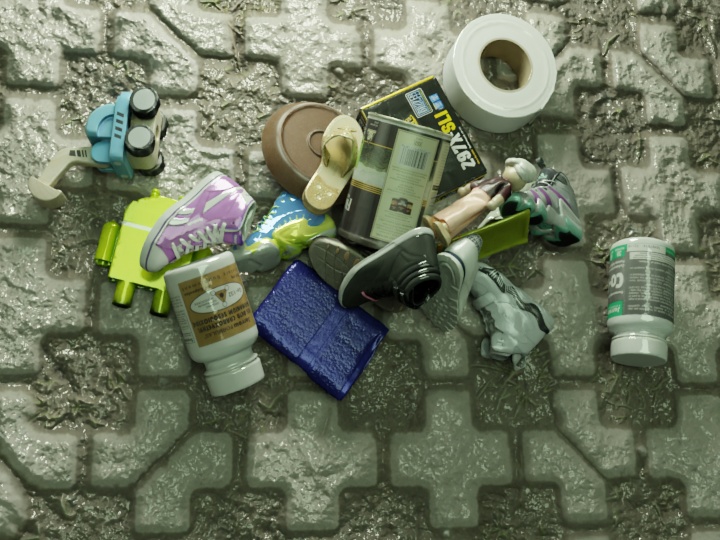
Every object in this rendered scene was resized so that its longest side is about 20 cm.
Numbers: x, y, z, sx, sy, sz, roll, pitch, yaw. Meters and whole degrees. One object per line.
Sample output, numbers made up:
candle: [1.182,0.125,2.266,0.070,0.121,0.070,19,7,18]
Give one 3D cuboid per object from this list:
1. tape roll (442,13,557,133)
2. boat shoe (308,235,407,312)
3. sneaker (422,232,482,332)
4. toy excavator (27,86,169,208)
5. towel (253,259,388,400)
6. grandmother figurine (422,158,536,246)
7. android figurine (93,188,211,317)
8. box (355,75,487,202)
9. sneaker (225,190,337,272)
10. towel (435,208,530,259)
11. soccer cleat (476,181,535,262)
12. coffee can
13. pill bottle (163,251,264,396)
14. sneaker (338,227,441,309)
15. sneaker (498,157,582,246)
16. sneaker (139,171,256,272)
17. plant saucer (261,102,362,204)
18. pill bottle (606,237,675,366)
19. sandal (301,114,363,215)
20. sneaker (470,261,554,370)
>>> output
tape roll: [0.251,-0.354,1.771,0.198,0.071,0.207,4,74,-12]
boat shoe: [0.000,0.000,1.614,0.198,0.074,0.075,31,113,-18]
sneaker: [0.153,0.024,1.583,0.076,0.201,0.080,37,58,15]
toy excavator: [-0.418,-0.192,1.574,0.196,0.100,0.198,3,72,2]
towel: [-0.069,0.096,1.591,0.199,0.050,0.148,38,67,-2]
grandmother figurine: [0.193,-0.114,1.555,0.198,0.121,0.061,-32,126,-12]
android figurine: [-0.328,-0.032,1.568,0.179,0.041,0.204,12,73,-9]
box: [0.106,-0.218,1.714,0.158,0.049,0.202,-25,82,-20]
sneaker: [-0.141,-0.066,1.611,0.197,0.076,0.106,-15,66,-23]
towel: [0.185,-0.038,1.598,0.197,0.087,0.018,-21,60,-8]
soccer cleat: [0.251,-0.088,1.694,0.069,0.078,0.200,42,70,1]
coffee can: [0.056,-0.138,1.590,0.144,0.146,0.204,14,98,-8]
pill bottle: [-0.219,0.082,1.509,0.113,0.114,0.204,-20,96,-17]
sneaker: [0.045,0.027,1.516,0.070,0.199,0.101,22,41,-44]
sneaker: [0.301,-0.134,1.672,0.198,0.077,0.143,24,59,-42]
sneaker: [-0.244,-0.057,1.517,0.114,0.073,0.201,36,72,18]
plant saucer: [-0.068,-0.206,1.651,0.197,0.035,0.204,11,59,-19]
pill bottle: [0.482,0.055,1.689,0.111,0.113,0.204,10,72,-10]
sandal: [-0.031,-0.188,1.595,0.077,0.070,0.214,28,56,-8]
sneaker: [0.220,0.074,1.644,0.199,0.075,0.116,35,71,-1]
